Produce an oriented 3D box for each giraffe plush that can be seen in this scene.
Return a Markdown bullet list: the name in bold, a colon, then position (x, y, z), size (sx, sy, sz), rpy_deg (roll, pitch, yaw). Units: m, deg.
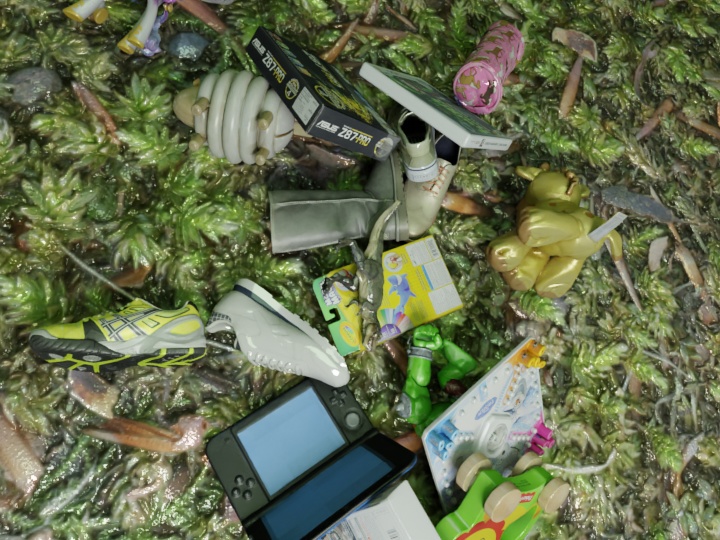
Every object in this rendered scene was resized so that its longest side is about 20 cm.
- **giraffe plush**: position (0.288, -0.082, 0.860), size (0.172, 0.198, 0.164), rpy_deg (37, 36, -34)

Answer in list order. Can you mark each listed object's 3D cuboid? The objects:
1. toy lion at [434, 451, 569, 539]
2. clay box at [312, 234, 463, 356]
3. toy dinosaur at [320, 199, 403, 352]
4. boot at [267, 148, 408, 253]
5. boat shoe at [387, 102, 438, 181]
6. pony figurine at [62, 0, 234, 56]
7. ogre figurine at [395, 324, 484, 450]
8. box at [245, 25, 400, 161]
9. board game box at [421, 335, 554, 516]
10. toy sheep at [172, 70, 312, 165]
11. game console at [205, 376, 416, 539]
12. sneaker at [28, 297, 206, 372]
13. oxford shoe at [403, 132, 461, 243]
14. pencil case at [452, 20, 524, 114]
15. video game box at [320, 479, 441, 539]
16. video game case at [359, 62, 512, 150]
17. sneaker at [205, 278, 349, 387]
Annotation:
- **toy lion**: position (0.149, 0.323, 0.695), size (0.198, 0.068, 0.194), rpy_deg (15, 106, -42)
- **clay box**: position (0.035, 0.037, 0.800), size (0.197, 0.048, 0.117), rpy_deg (-20, 79, -19)
- **toy dinosaur**: position (0.000, 0.000, 0.742), size (0.087, 0.047, 0.204), rpy_deg (10, 86, -21)
- **boot**: position (-0.035, -0.106, 0.817), size (0.196, 0.073, 0.184), rpy_deg (-6, 52, 2)
- **boat shoe**: position (0.081, -0.211, 0.841), size (0.071, 0.063, 0.202), rpy_deg (-11, 42, 0)
- **pony figurine**: position (-0.300, -0.416, 0.815), size (0.190, 0.167, 0.203), rpy_deg (23, 83, 1)
- **ogre figurine**: position (0.121, 0.177, 0.747), size (0.120, 0.097, 0.201), rpy_deg (-51, 125, -23)
- **box**: position (-0.053, -0.245, 0.790), size (0.160, 0.049, 0.201), rpy_deg (11, 37, -50)
- **board game box**: position (0.174, 0.216, 0.721), size (0.199, 0.026, 0.203), rpy_deg (-35, 127, -23)
- **toy sheep**: position (-0.161, -0.209, 0.781), size (0.196, 0.138, 0.140), rpy_deg (15, 69, -5)
- **game console**: position (-0.064, 0.214, 0.662), size (0.198, 0.119, 0.172), rpy_deg (-29, 70, -22)
- **sneaker**: position (-0.291, 0.077, 0.690), size (0.196, 0.075, 0.078), rpy_deg (4, 63, -25)
- **oxford shoe**: position (0.104, -0.137, 0.862), size (0.070, 0.074, 0.203), rpy_deg (23, 68, -7)
- **pencil case**: position (0.214, -0.335, 0.924), size (0.082, 0.087, 0.201), rpy_deg (36, 49, -6)
- **video game box**: position (0.037, 0.353, 0.627), size (0.047, 0.182, 0.202), rpy_deg (-21, 77, -50)
- **video game case**: position (0.117, -0.243, 0.843), size (0.199, 0.024, 0.181), rpy_deg (41, 28, 20)
- **sneaker**: position (-0.104, 0.098, 0.726), size (0.198, 0.077, 0.081), rpy_deg (33, 63, 12)
